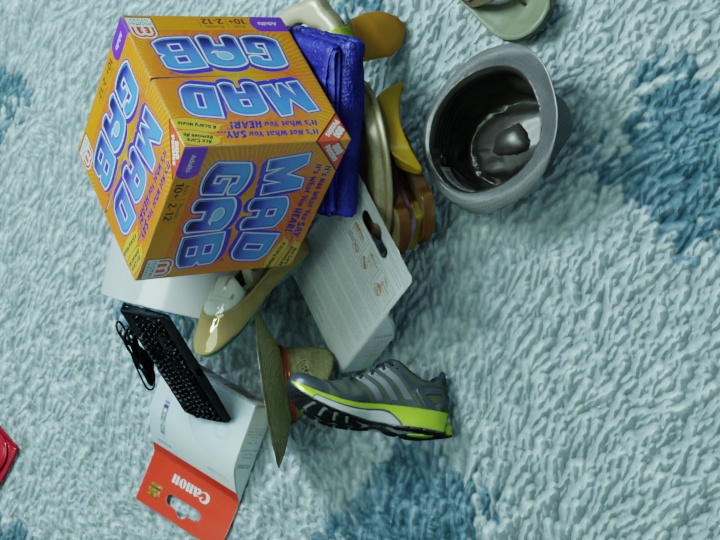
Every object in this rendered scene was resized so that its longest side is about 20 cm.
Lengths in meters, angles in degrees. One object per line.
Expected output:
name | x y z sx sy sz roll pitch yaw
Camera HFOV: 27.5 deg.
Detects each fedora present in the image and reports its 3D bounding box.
fedora | 0.164 -0.151 1.628 0.199 0.090 0.178 -34 64 37

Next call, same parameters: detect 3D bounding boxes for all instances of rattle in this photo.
rattle | -0.062 -0.241 1.770 0.130 0.143 0.200 42 126 0

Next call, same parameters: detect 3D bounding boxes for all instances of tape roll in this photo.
tape roll | -0.206 -0.019 1.797 0.201 0.202 0.141 12 91 34

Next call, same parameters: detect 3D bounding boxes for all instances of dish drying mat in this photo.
dish drying mat | -0.555 0.313 2.102 0.077 0.018 0.201 40 107 32

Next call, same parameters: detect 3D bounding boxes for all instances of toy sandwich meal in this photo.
toy sandwich meal | 0.033 -0.123 1.699 0.070 0.205 0.207 -8 76 -11

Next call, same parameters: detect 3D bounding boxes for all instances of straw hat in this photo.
straw hat | -0.070 0.130 1.732 0.084 0.201 0.203 -8 78 -1

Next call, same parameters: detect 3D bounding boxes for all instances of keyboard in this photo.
keyboard | -0.234 0.121 1.759 0.103 0.201 0.040 11 52 34

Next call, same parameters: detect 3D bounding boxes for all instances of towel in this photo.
towel | -0.057 -0.169 1.656 0.147 0.049 0.202 20 112 45

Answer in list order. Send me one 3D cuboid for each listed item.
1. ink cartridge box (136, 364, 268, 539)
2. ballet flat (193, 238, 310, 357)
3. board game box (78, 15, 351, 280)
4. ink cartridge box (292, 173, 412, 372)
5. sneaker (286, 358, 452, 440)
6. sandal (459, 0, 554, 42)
ink cartridge box | -0.211 0.230 1.862 0.159 0.047 0.202 25 96 33
ballet flat | -0.136 0.014 1.692 0.068 0.063 0.200 5 43 42
board game box | -0.165 -0.137 1.607 0.201 0.198 0.201 61 141 32
ink cartridge box | 0.000 0.000 1.704 0.200 0.050 0.162 -52 56 45
sneaker | 0.011 0.139 1.664 0.074 0.198 0.082 139 141 -62
sandal | 0.139 -0.330 1.688 0.201 0.057 0.080 43 108 30
